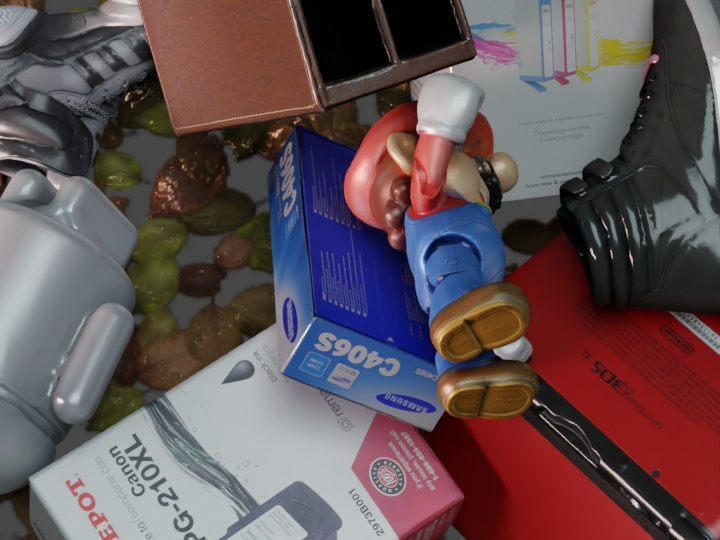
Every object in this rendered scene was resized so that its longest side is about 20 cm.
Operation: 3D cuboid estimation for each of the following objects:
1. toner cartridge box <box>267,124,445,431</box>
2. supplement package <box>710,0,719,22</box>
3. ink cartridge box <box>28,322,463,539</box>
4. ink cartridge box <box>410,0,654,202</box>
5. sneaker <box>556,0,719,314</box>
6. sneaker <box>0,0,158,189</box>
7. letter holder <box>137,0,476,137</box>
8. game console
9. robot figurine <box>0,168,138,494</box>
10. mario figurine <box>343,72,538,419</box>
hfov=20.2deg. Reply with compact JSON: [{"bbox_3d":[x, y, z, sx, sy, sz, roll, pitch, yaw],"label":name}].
[{"bbox_3d":[0.000,0.000,1.140,0.095,0.043,0.200,21,29,-18],"label":"toner cartridge box"},{"bbox_3d":[0.246,-0.172,1.220,0.119,0.200,0.122,14,68,-2],"label":"supplement package"},{"bbox_3d":[-0.066,0.133,1.131,0.199,0.084,0.145,-32,75,-17],"label":"ink cartridge box"},{"bbox_3d":[0.096,-0.156,1.185,0.124,0.129,0.201,-8,109,-8],"label":"ink cartridge box"},{"bbox_3d":[0.152,-0.069,1.093,0.099,0.071,0.201,-6,73,3],"label":"sneaker"},{"bbox_3d":[-0.155,-0.105,1.220,0.199,0.075,0.114,-10,79,-13],"label":"sneaker"},{"bbox_3d":[-0.044,-0.162,1.124,0.100,0.200,0.143,-21,99,-26],"label":"letter holder"},{"bbox_3d":[0.143,0.098,1.118,0.172,0.119,0.200,-39,59,-14],"label":"game console"},{"bbox_3d":[-0.201,0.041,1.134,0.169,0.113,0.201,8,62,40],"label":"robot figurine"},{"bbox_3d":[0.062,-0.022,1.061,0.106,0.124,0.201,16,36,-26],"label":"mario figurine"}]
